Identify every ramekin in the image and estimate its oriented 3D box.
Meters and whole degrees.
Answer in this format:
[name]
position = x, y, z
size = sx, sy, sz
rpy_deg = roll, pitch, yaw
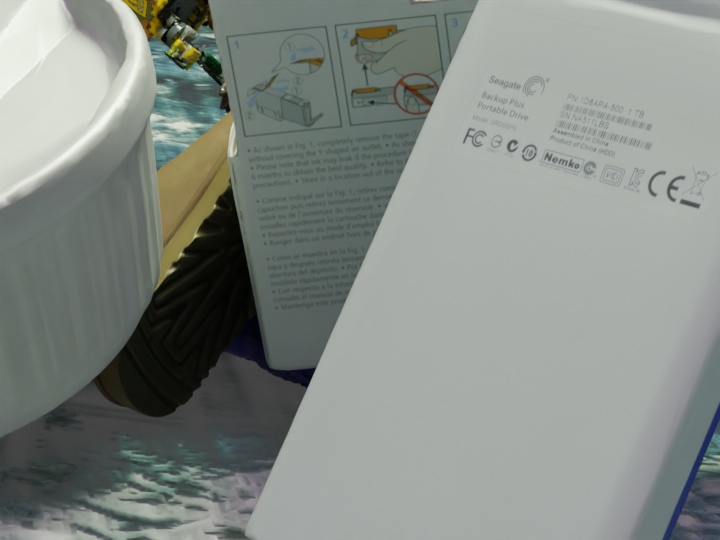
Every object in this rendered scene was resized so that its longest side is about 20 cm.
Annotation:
[ramekin]
position = -0.158, -0.016, 0.751
size = 0.200, 0.095, 0.203
rpy_deg = -10, 33, 6

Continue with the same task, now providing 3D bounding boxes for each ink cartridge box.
[ink cartridge box]
position = 0.052, -0.055, 0.763
size = 0.198, 0.175, 0.044
rpy_deg = -6, 30, 6

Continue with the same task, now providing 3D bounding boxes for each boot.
[boot]
position = -0.109, -0.038, 0.879
size = 0.199, 0.066, 0.175
rpy_deg = 20, 57, 41

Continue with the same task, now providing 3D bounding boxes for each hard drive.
[hard drive]
position = 0.055, 0.010, 0.655
size = 0.131, 0.201, 0.025
rpy_deg = 19, -7, 41

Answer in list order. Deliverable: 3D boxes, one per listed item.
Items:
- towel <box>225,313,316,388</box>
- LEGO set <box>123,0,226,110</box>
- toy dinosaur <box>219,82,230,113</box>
[towel]
position = 0.000, 0.000, 0.897
size = 0.199, 0.050, 0.148
rpy_deg = 16, 44, 33
[LEGO set]
position = -0.025, -0.130, 1.154
size = 0.116, 0.154, 0.200
rpy_deg = 38, -10, 32
[toy dinosaur]
position = 0.011, -0.078, 1.035
size = 0.134, 0.202, 0.086
rpy_deg = 11, -13, 14
